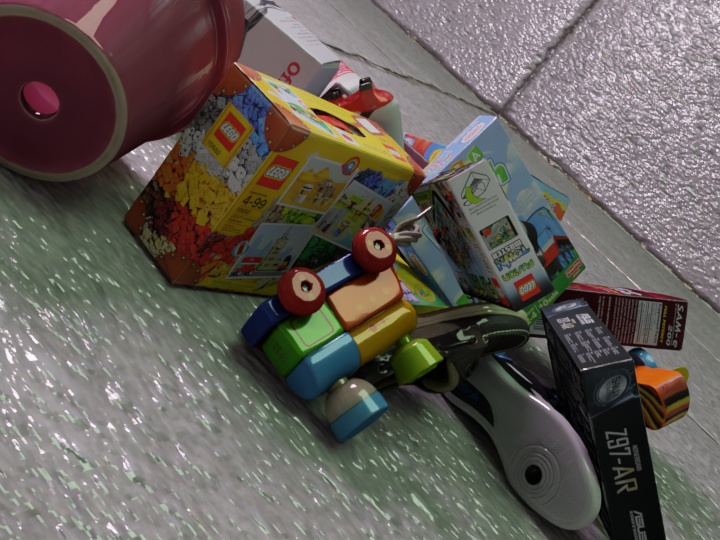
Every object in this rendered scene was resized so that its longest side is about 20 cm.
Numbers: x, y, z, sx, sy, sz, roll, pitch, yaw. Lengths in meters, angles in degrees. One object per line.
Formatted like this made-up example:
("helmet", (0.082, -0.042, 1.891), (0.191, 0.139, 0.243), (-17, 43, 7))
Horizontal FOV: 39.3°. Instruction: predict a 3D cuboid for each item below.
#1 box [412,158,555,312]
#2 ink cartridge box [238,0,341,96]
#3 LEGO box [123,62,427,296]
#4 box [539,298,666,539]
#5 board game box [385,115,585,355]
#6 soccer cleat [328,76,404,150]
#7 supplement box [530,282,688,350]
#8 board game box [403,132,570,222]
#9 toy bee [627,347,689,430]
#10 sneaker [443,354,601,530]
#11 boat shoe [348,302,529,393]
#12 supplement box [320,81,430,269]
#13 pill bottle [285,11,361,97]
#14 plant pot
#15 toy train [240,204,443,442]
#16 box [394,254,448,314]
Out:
("box", (0.092, -0.029, 0.819), (0.110, 0.035, 0.200), (62, -3, -4))
("ink cartridge box", (-0.143, -0.215, 1.013), (0.200, 0.145, 0.084), (40, 18, 1))
("LEGO box", (-0.061, -0.059, 0.794), (0.077, 0.149, 0.200), (48, 19, 26))
("box", (0.209, 0.127, 0.891), (0.200, 0.043, 0.161), (-85, 162, -78))
("board game box", (0.125, -0.028, 1.008), (0.200, 0.151, 0.037), (53, -17, -25))
("soccer cleat", (-0.056, -0.107, 0.910), (0.069, 0.199, 0.085), (-78, 149, -72))
("supplement box", (0.253, 0.046, 1.145), (0.199, 0.061, 0.109), (6, 4, -13))
("board game box", (0.129, -0.080, 1.206), (0.105, 0.103, 0.200), (22, 2, -43))
("toy bee", (0.307, 0.140, 1.131), (0.200, 0.130, 0.109), (-90, 159, -73))
("sneaker", (0.162, 0.141, 0.887), (0.112, 0.073, 0.200), (18, 26, -47))
("boat shoe", (0.062, 0.070, 0.829), (0.199, 0.073, 0.065), (-5, 62, -30))
("supplement box", (0.018, -0.089, 1.071), (0.200, 0.086, 0.110), (41, -13, 5))
("pill bottle", (-0.093, -0.248, 1.253), (0.200, 0.112, 0.112), (44, 18, 13))
("plant pot", (-0.198, -0.163, 0.726), (0.200, 0.200, 0.179), (35, 33, -14))
("toy train", (0.022, 0.032, 0.742), (0.200, 0.085, 0.116), (-30, 80, -35))
("box", (0.000, 0.000, 0.949), (0.200, 0.048, 0.117), (49, 19, 21))
